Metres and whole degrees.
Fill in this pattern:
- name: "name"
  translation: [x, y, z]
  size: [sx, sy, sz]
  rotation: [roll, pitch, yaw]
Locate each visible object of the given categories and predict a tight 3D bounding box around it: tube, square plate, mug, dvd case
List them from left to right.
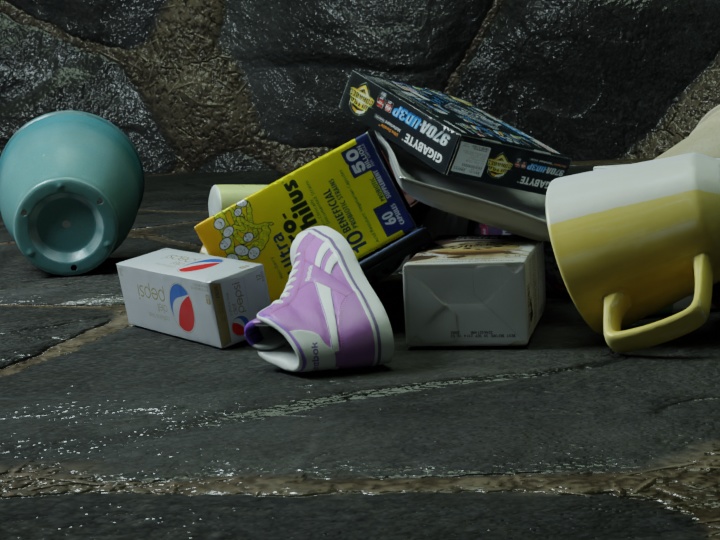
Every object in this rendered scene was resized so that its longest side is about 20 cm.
- name: "tube"
  translation: [-0.078, -0.077, 1.856]
  size: [0.199, 0.052, 0.058]
  rotation: [-2, 22, -21]
- name: "dvd case"
  translation: [0.000, 0.000, 1.582]
  size: [0.142, 0.018, 0.200]
  rotation: [-30, 2, -2]
- name: "square plate"
  translation: [0.114, -0.080, 1.574]
  size: [0.199, 0.029, 0.198]
  rotation: [17, 15, -12]
- name: "mug"
  translation: [0.270, -0.017, 1.411]
  size: [0.153, 0.187, 0.149]
  rotation: [-19, -19, 23]

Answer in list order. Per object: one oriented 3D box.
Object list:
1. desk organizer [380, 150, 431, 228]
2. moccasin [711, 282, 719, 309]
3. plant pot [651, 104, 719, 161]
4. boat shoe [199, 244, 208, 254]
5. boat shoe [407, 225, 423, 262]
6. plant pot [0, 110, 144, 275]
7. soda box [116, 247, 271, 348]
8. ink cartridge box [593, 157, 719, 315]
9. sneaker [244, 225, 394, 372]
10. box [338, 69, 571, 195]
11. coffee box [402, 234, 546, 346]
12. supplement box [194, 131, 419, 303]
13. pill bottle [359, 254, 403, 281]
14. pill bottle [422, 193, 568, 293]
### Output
- name: "desk organizer"
  translation: [0.066, -0.109, 1.778]
  size: [0.072, 0.077, 0.200]
  rotation: [-36, -6, 1]
- name: "moccasin"
  translation: [0.376, 0.019, 1.418]
  size: [0.078, 0.074, 0.201]
  rotation: [29, -3, -23]
- name: "plant pot"
  translation: [0.383, -0.069, 1.728]
  size: [0.183, 0.201, 0.200]
  rotation: [-23, 18, -35]
- name: "boat shoe"
  translation: [-0.104, -0.010, 1.833]
  size: [0.066, 0.074, 0.200]
  rotation: [18, 20, 32]
- name: "boat shoe"
  translation: [0.144, -0.023, 1.840]
  size: [0.199, 0.062, 0.075]
  rotation: [4, 8, 32]
- name: "plant pot"
  translation: [-0.383, -0.087, 2.076]
  size: [0.199, 0.201, 0.188]
  rotation: [-4, 23, -7]
- name: "soda box"
  translation: [-0.164, 0.024, 1.548]
  size: [0.064, 0.068, 0.200]
  rotation: [-19, 16, -32]
- name: "ink cartridge box"
  translation: [0.341, -0.038, 1.577]
  size: [0.199, 0.146, 0.087]
  rotation: [-6, 7, -16]
- name: "sneaker"
  translation: [-0.055, 0.023, 1.393]
  size: [0.114, 0.073, 0.201]
  rotation: [-11, 29, -15]
- name: "box"
  translation: [0.095, -0.142, 1.623]
  size: [0.159, 0.046, 0.200]
  rotation: [8, 19, -39]
- name: "coffee box"
  translation: [0.112, 0.016, 1.500]
  size: [0.113, 0.080, 0.200]
  rotation: [-1, 8, 11]
- name: "supplement box"
  translation: [-0.052, -0.046, 1.611]
  size: [0.200, 0.109, 0.110]
  rotation: [-28, 1, 5]
- name: "pill bottle"
  translation: [-0.005, -0.048, 1.772]
  size: [0.112, 0.113, 0.200]
  rotation: [-1, -11, 11]
- name: "pill bottle"
  translation: [0.172, -0.033, 1.721]
  size: [0.199, 0.112, 0.111]
  rotation: [2, 9, 34]
